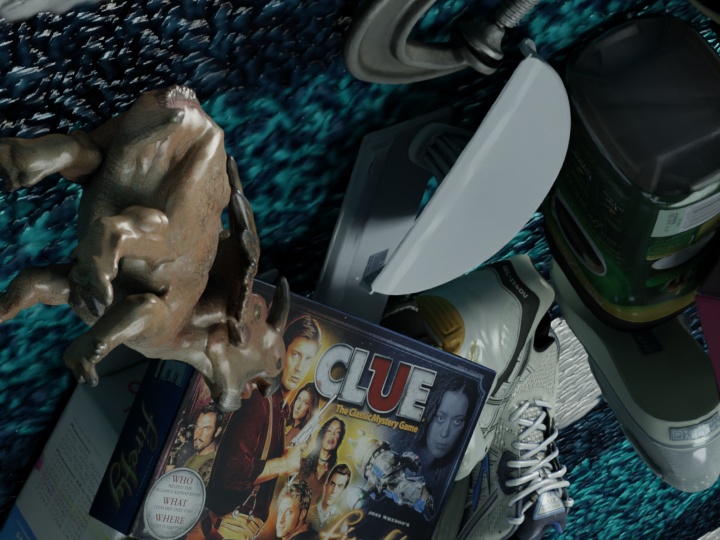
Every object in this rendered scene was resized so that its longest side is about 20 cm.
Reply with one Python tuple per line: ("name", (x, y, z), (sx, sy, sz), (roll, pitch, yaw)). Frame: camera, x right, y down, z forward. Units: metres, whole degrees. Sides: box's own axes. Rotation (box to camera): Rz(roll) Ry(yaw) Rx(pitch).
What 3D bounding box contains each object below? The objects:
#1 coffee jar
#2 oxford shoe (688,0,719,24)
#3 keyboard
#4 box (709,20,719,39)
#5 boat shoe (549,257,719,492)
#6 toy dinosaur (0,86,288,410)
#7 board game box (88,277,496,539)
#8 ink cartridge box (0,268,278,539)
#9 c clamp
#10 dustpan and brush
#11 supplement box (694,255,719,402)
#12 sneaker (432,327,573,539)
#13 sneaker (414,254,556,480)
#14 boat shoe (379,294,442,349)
("coffee jar", (0.148, -0.045, 1.419), (0.085, 0.104, 0.200), (-28, 161, -11))
("oxford shoe", (0.207, -0.116, 1.227), (0.075, 0.200, 0.071), (2, 108, -42))
("keyboard", (0.000, 0.000, 1.366), (0.056, 0.011, 0.200), (-27, 148, -39))
("box", (0.274, -0.149, 1.330), (0.115, 0.132, 0.200), (-29, 160, -21))
("boat shoe", (0.155, 0.050, 1.529), (0.070, 0.201, 0.072), (-13, 126, -6))
("toy dinosaur", (-0.081, -0.022, 1.112), (0.135, 0.086, 0.200), (-30, 149, -33))
("board game box", (-0.029, 0.084, 1.343), (0.200, 0.035, 0.136), (21, 90, -45))
("ink cartridge box", (-0.098, 0.094, 1.392), (0.115, 0.068, 0.200), (-23, 158, -36))
("c clamp", (0.085, -0.144, 1.191), (0.200, 0.027, 0.171), (-41, 160, 18))
("dustpan and brush", (0.064, -0.050, 1.345), (0.140, 0.057, 0.200), (-56, 155, 11))
("supplement box", (0.271, -0.012, 1.426), (0.200, 0.110, 0.086), (-52, 137, -36))
("sneaker", (0.101, 0.125, 1.693), (0.077, 0.085, 0.201), (-10, 122, -35))
("sneaker", (0.075, 0.058, 1.587), (0.088, 0.076, 0.200), (-30, 162, -15))
("boat shoe", (0.006, 0.071, 1.525), (0.072, 0.061, 0.201), (-28, 160, -15))
